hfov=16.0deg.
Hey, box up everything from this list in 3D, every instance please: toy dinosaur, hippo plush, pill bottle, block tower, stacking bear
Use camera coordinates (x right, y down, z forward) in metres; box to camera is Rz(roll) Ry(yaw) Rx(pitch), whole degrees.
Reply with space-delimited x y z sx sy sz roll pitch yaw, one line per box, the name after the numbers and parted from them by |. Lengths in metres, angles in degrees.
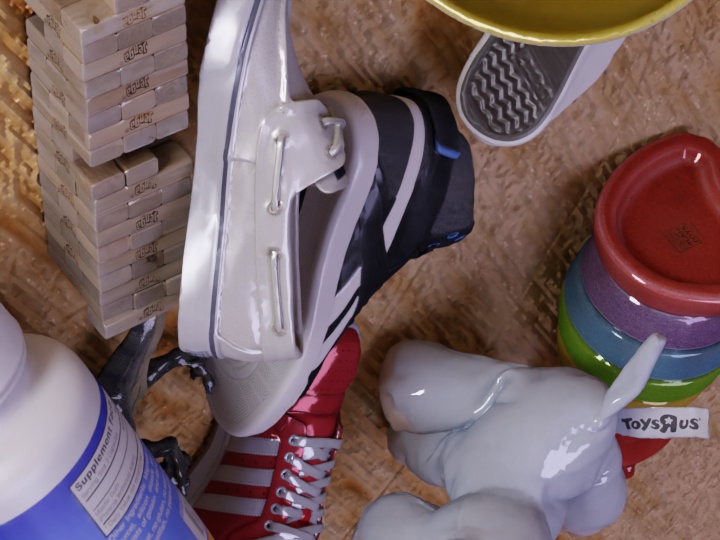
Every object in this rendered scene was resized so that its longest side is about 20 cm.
-0.118 0.071 1.297 0.088 0.047 0.201 10 117 -41 | toy dinosaur
0.082 0.141 1.404 0.159 0.199 0.161 55 46 -43 | hippo plush
-0.156 0.102 1.206 0.112 0.112 0.200 -38 127 -6 | pill bottle
-0.111 -0.063 1.150 0.054 0.058 0.201 -25 140 -24 | block tower
0.165 0.039 1.492 0.113 0.122 0.200 -23 149 -29 | stacking bear

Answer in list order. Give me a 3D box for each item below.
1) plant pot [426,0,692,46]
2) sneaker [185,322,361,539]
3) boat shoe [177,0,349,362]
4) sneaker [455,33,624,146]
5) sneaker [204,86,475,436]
0.102 -0.213 1.107 0.142 0.200 0.201 -40 158 -56 | plant pot
-0.039 0.126 1.372 0.071 0.113 0.200 8 122 -49 | sneaker
-0.038 -0.054 1.161 0.071 0.069 0.201 -57 154 -77 | boat shoe
0.115 -0.150 1.286 0.200 0.073 0.085 -51 176 3 | sneaker
0.000 0.000 1.309 0.112 0.073 0.201 -4 129 -40 | sneaker
